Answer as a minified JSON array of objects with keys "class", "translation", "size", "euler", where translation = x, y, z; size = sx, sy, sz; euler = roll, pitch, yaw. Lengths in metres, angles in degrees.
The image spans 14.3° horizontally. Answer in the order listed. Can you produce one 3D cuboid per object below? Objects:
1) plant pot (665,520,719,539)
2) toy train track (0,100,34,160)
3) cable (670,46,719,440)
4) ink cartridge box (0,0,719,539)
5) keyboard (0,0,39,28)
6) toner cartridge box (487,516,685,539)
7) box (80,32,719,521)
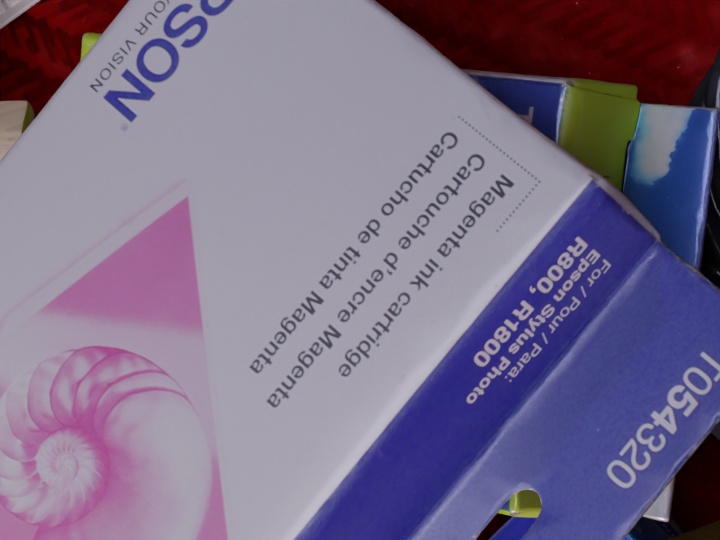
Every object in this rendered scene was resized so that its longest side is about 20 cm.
[{"class":"plant pot","translation":[0.185,0.118,0.661],"size":[0.200,0.196,0.195],"euler":[-26,85,3]},{"class":"toy train track","translation":[-0.113,0.044,0.834],"size":[0.114,0.033,0.201],"euler":[-1,75,7]},{"class":"cable","translation":[0.173,0.006,0.786],"size":[0.200,0.051,0.163],"euler":[39,101,21]},{"class":"ink cartridge box","translation":[-0.026,0.030,0.759],"size":[0.200,0.043,0.197],"euler":[40,92,27]},{"class":"keyboard","translation":[-0.078,-0.134,0.897],"size":[0.200,0.011,0.056],"euler":[-33,81,21]},{"class":"toner cartridge box","translation":[0.031,0.155,0.851],"size":[0.200,0.043,0.095],"euler":[-46,77,18]},{"class":"box","translation":[0.000,0.000,0.828],"size":[0.200,0.048,0.122],"euler":[8,92,36]}]
